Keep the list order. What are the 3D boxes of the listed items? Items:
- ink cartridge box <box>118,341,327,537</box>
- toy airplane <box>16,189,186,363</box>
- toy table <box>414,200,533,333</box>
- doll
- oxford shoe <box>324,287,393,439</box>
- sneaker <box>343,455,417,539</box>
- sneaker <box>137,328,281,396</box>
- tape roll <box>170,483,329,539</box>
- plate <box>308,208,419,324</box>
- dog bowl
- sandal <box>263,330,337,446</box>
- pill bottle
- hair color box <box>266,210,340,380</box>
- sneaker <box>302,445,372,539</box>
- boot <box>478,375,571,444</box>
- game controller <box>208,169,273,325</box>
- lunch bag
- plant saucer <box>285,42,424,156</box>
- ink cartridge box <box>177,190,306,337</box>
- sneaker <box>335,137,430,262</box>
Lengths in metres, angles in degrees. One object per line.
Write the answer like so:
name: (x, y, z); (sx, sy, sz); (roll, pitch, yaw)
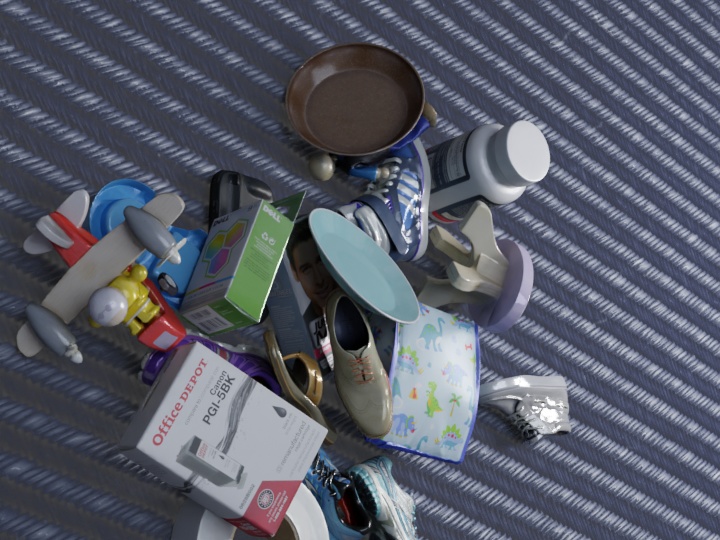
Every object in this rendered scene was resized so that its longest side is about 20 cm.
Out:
ink cartridge box: (-0.161, 0.199, 1.475); (0.199, 0.083, 0.148); (35, 69, -17)
toy airplane: (-0.295, 0.009, 1.432); (0.195, 0.142, 0.203); (0, 115, -11)
toy table: (0.166, 0.001, 1.839); (0.116, 0.200, 0.186); (28, 95, -18)
doll: (0.008, -0.188, 1.796); (0.199, 0.049, 0.137); (-34, 63, -16)
oxford shoe: (-0.006, 0.123, 1.620); (0.070, 0.074, 0.203); (-19, 91, -1)
sneaker: (0.052, 0.345, 1.711); (0.086, 0.077, 0.203); (-30, 98, -43)
sneaker: (-0.180, 0.127, 1.555); (0.198, 0.083, 0.082); (8, 111, -37)
tape roll: (-0.135, 0.350, 1.561); (0.200, 0.070, 0.206); (12, 71, -37)
plate: (0.000, 0.000, 1.647); (0.199, 0.026, 0.201); (40, 19, -17)
dog bowl: (-0.263, -0.026, 1.565); (0.199, 0.049, 0.113); (40, 57, -25)
sandal: (-0.070, 0.144, 1.610); (0.054, 0.081, 0.201); (-31, 125, 0)
pill bottle: (0.180, -0.149, 1.857); (0.118, 0.199, 0.122); (10, 73, -36)
hair color box: (-0.072, 0.034, 1.675); (0.099, 0.060, 0.203); (-29, 104, -48)
sneaker: (-0.045, 0.268, 1.641); (0.078, 0.089, 0.201); (-43, 105, -37)
boot: (0.251, 0.214, 1.904); (0.198, 0.073, 0.097); (2, 71, -40)
game controller: (-0.158, -0.031, 1.665); (0.104, 0.042, 0.204); (19, 67, -50)
lunch bag: (0.075, 0.158, 1.743); (0.168, 0.127, 0.203); (18, 58, -34)
plant saucer: (-0.007, -0.235, 1.775); (0.196, 0.037, 0.203); (-2, 58, 3)
ink cartridge box: (-0.146, -0.024, 1.560); (0.059, 0.103, 0.202); (37, 55, -29)
sneaker: (0.026, -0.109, 1.799); (0.145, 0.080, 0.204); (1, 84, -43)
